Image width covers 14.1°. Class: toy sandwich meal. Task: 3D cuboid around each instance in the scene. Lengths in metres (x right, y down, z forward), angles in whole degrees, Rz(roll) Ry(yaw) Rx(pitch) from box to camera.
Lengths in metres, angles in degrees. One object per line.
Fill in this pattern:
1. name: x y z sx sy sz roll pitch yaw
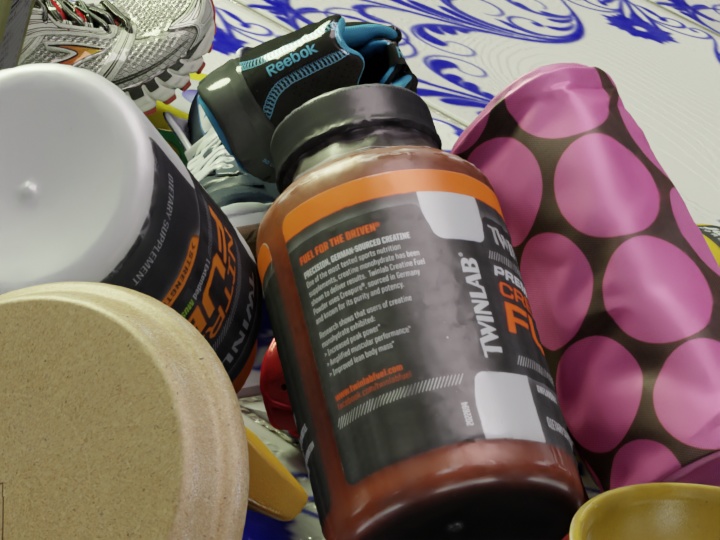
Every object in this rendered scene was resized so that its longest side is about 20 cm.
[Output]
1. toy sandwich meal: -0.102 0.098 0.947 0.205 0.205 0.070 35 -5 41

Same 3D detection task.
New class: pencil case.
1. pencil case: 0.106 0.014 1.248 0.091 0.094 0.200 -2 60 -40

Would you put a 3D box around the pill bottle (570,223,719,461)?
1. pill bottle: 0.140 0.033 1.391 0.200 0.112 0.112 -1 26 -42

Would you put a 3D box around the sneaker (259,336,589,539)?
1. sneaker: 0.026 0.075 1.270 0.115 0.078 0.200 -24 49 5

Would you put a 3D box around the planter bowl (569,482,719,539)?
1. planter bowl: 0.161 0.163 1.093 0.200 0.084 0.200 16 18 -5

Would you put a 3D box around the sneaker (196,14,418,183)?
1. sneaker: 0.002 -0.076 1.412 0.073 0.082 0.200 61 19 13

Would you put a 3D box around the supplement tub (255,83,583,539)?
1. supplement tub: 0.018 0.024 1.190 0.107 0.107 0.200 5 56 -33

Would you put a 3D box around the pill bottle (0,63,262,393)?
1. pill bottle: -0.103 0.001 1.186 0.106 0.106 0.200 26 -11 22

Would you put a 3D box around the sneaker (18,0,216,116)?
1. sneaker: -0.160 -0.112 1.471 0.200 0.082 0.078 -22 31 -29

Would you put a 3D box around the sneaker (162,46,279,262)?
1. sneaker: -0.066 -0.050 1.439 0.109 0.070 0.200 57 21 7

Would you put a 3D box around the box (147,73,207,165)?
1. box: -0.094 -0.072 1.577 0.200 0.048 0.117 8 21 -23

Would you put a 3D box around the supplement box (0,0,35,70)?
1. supplement box: -0.254 -0.111 1.303 0.200 0.200 0.134 17 19 -3
